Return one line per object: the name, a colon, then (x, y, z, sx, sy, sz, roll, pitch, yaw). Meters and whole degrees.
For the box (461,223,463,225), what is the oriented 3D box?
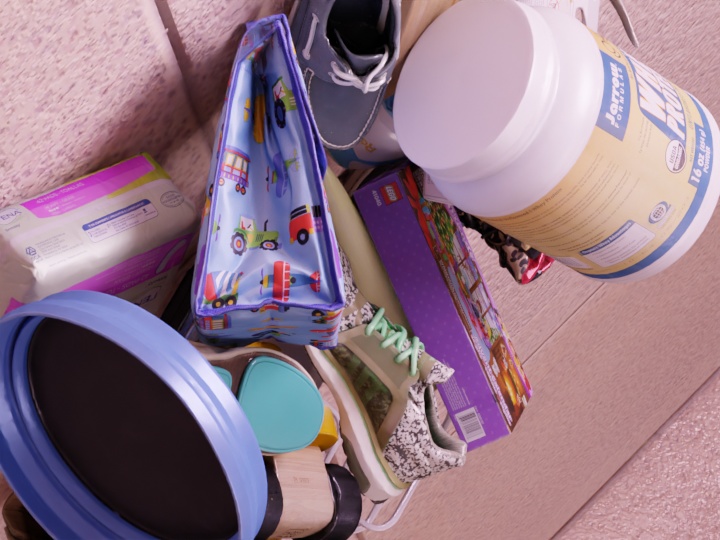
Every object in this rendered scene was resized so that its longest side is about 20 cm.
box: (0.021, -0.021, 1.935, 0.200, 0.038, 0.137, -45, 163, -6)

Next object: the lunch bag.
lunch bag: (-0.062, -0.058, 1.460, 0.093, 0.202, 0.151, -3, 170, -3)

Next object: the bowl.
bowl: (-0.138, 0.099, 1.353, 0.039, 0.200, 0.201, -43, 164, -40)

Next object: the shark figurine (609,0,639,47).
shark figurine: (0.136, -0.211, 1.511, 0.089, 0.129, 0.215, -17, 169, -8)

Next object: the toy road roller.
toy road roller: (-0.105, 0.132, 1.599, 0.199, 0.147, 0.123, -24, 160, 33)

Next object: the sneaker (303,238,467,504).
sneaker: (0.021, 0.061, 1.605, 0.088, 0.201, 0.077, -12, -159, 21)

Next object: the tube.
tube: (0.000, 0.000, 1.652, 0.058, 0.201, 0.052, -16, -160, 31)

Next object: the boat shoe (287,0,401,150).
boat shoe: (-0.010, -0.144, 1.482, 0.072, 0.062, 0.201, -1, 135, -9)

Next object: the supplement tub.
supplement tub: (0.132, -0.088, 1.552, 0.199, 0.145, 0.145, 26, 109, -41)

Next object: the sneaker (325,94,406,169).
sneaker: (0.044, -0.128, 1.714, 0.081, 0.077, 0.200, -35, 173, 35)

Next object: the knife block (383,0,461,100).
knife block: (0.030, -0.213, 1.490, 0.200, 0.064, 0.175, -50, 162, 11)

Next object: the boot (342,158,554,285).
boot: (0.078, -0.046, 1.821, 0.200, 0.151, 0.073, -41, 162, -18)

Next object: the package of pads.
package of pads: (-0.195, 0.027, 1.476, 0.154, 0.068, 0.200, -26, 154, -46)

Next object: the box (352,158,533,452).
box: (0.062, 0.018, 1.678, 0.039, 0.201, 0.137, -23, -175, 13)

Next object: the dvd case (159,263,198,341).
dvd case: (-0.120, 0.033, 1.631, 0.143, 0.017, 0.200, -59, 178, 20)

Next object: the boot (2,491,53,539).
boot: (-0.205, 0.191, 1.778, 0.154, 0.200, 0.073, 17, 86, -33)

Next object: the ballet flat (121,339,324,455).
ballet flat: (-0.096, 0.071, 1.454, 0.070, 0.069, 0.200, -50, 149, 11)

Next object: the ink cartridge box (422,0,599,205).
ink cartridge box: (0.111, -0.157, 1.673, 0.176, 0.044, 0.201, -17, 114, -56)

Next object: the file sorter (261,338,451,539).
file sorter: (-0.039, 0.124, 1.772, 0.200, 0.124, 0.139, -18, -142, 61)
